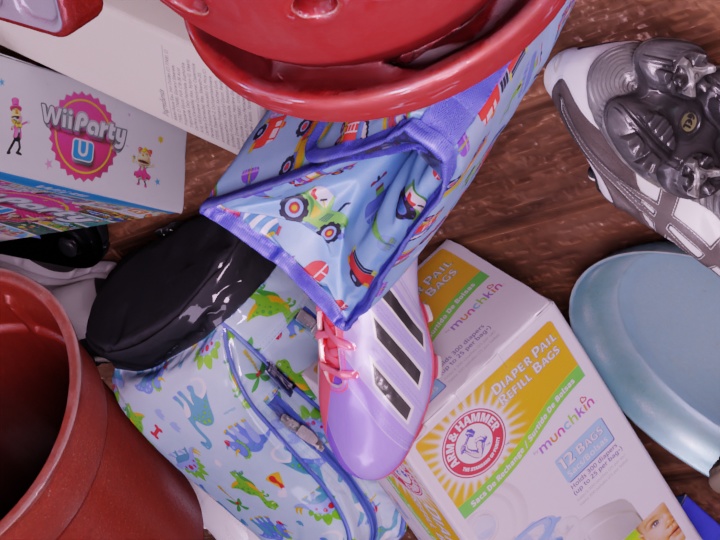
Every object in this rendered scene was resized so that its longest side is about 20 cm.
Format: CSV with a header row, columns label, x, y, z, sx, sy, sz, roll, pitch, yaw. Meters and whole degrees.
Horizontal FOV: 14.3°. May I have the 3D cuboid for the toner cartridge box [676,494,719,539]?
label,x,y,z,sx,sy,sz,roll,pitch,yaw
toner cartridge box,0.124,0.189,1.638,0.043,0.095,0.200,42,152,-13

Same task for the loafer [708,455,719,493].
label,x,y,z,sx,sy,sz,roll,pitch,yaw
loafer,0.228,0.077,1.301,0.067,0.076,0.200,45,152,-6

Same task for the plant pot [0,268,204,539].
label,x,y,z,sx,sy,sz,roll,pitch,yaw
plant pot,-0.200,0.132,1.691,0.200,0.201,0.195,13,158,36

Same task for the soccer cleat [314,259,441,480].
label,x,y,z,sx,sy,sz,roll,pitch,yaw
soccer cleat,0.000,0.000,1.377,0.067,0.201,0.076,10,-176,40

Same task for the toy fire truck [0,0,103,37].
label,x,y,z,sx,sy,sz,roll,pitch,yaw
toy fire truck,-0.213,-0.197,1.329,0.199,0.112,0.169,16,131,34

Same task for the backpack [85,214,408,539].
label,x,y,z,sx,sy,sz,roll,pitch,yaw
backpack,-0.043,0.072,1.609,0.200,0.154,0.163,33,149,-26

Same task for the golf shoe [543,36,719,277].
label,x,y,z,sx,sy,sz,roll,pitch,yaw
golf shoe,0.158,-0.039,1.260,0.200,0.078,0.094,45,167,-34

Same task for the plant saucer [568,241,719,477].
label,x,y,z,sx,sy,sz,roll,pitch,yaw
plant saucer,0.196,0.050,1.407,0.200,0.027,0.200,27,152,16

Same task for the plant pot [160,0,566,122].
label,x,y,z,sx,sy,sz,roll,pitch,yaw
plant pot,-0.015,-0.169,1.104,0.200,0.201,0.183,16,151,32

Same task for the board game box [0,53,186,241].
label,x,y,z,sx,sy,sz,roll,pitch,yaw
board game box,-0.212,-0.063,1.536,0.200,0.065,0.147,-8,165,44

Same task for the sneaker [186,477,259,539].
label,x,y,z,sx,sy,sz,roll,pitch,yaw
sneaker,-0.085,0.145,1.835,0.115,0.074,0.201,15,138,36

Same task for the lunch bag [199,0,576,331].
label,x,y,z,sx,sy,sz,roll,pitch,yaw
lunch bag,0.036,-0.080,1.238,0.094,0.151,0.200,39,153,-9

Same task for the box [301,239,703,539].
label,x,y,z,sx,sy,sz,roll,pitch,yaw
box,0.076,0.099,1.501,0.101,0.112,0.200,33,161,53

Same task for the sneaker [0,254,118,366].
label,x,y,z,sx,sy,sz,roll,pitch,yaw
sneaker,-0.185,0.037,1.757,0.199,0.080,0.074,9,142,37

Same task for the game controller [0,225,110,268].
label,x,y,z,sx,sy,sz,roll,pitch,yaw
game controller,-0.233,-0.054,1.702,0.199,0.042,0.104,9,144,39

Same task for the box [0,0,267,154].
label,x,y,z,sx,sy,sz,roll,pitch,yaw
box,-0.115,-0.132,1.414,0.199,0.068,0.082,26,152,17
